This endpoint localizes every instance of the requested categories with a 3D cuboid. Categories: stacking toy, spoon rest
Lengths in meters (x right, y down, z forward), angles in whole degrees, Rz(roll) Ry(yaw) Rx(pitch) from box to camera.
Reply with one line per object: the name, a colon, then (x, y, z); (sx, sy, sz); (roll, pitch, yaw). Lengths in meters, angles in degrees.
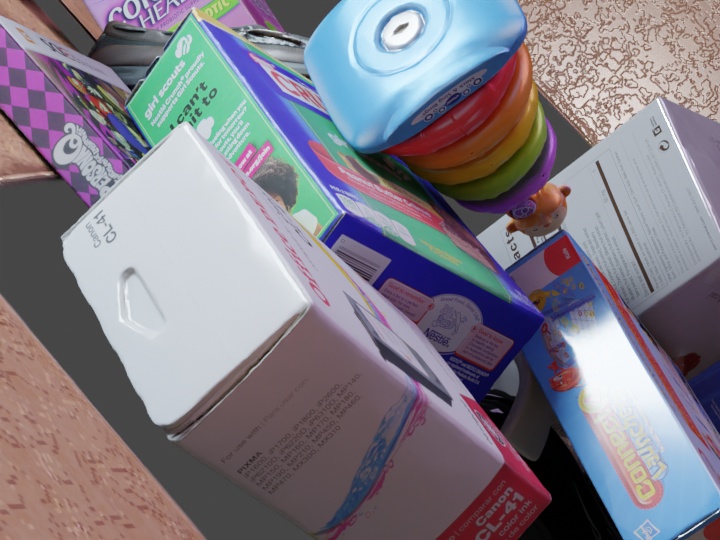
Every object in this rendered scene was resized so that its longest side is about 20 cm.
stacking toy: (0.067, -0.075, 1.124); (0.200, 0.116, 0.110); (49, 9, -46)
spoon rest: (0.038, 0.043, 1.180); (0.199, 0.061, 0.099); (28, -8, 40)

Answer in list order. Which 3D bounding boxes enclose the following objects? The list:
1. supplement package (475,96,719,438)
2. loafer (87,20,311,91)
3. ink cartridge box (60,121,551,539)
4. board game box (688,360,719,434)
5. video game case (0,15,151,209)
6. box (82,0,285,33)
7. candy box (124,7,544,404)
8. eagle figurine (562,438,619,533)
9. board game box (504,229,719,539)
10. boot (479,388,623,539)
supplement package: (0.169, 0.006, 1.281); (0.121, 0.200, 0.121); (14, 47, -46)
loafer: (-0.082, -0.128, 1.214); (0.198, 0.064, 0.072); (1, -24, 23)
ink cartridge box: (-0.023, 0.047, 0.894); (0.200, 0.086, 0.148); (43, 7, -45)
board game box: (0.279, 0.138, 1.429); (0.201, 0.043, 0.199); (61, 5, 30)
video game case: (-0.116, -0.046, 1.102); (0.200, 0.036, 0.181); (48, 7, 12)
box: (-0.099, -0.147, 1.478); (0.201, 0.096, 0.176); (55, 7, 4)
candy box: (-0.017, -0.032, 1.083); (0.168, 0.077, 0.200); (27, 17, -44)
eagle figurine: (0.177, 0.137, 1.560); (0.201, 0.151, 0.151); (59, 20, 18)
board game box: (0.169, 0.104, 1.124); (0.196, 0.056, 0.201); (44, 15, -50)
boot: (0.126, 0.168, 1.170); (0.201, 0.076, 0.168); (51, 0, -19)
